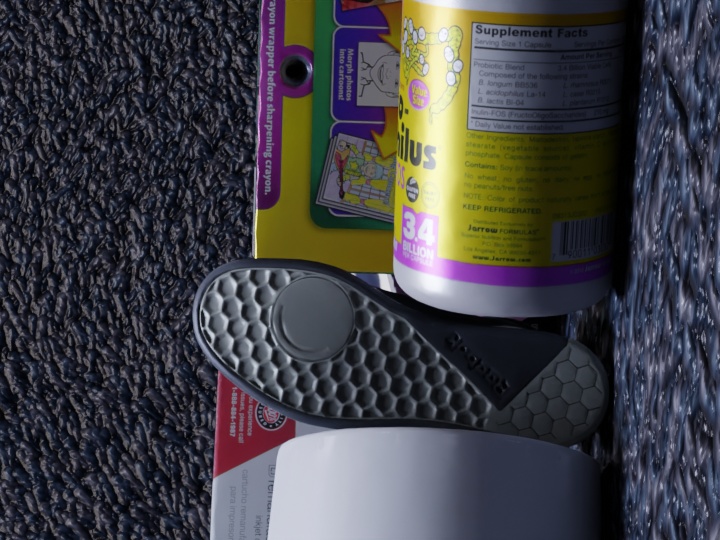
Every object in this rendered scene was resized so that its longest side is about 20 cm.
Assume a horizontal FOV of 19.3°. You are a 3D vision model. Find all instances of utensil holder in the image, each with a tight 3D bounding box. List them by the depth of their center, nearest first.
[{"bbox_3d":[0.033,0.186,0.983,0.170,0.168,0.202,95,180,-74],"label":"utensil holder"}]

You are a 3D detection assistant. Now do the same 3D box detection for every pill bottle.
[{"bbox_3d":[0.069,-0.087,0.963,0.104,0.103,0.202,-92,4,-77],"label":"pill bottle"}]

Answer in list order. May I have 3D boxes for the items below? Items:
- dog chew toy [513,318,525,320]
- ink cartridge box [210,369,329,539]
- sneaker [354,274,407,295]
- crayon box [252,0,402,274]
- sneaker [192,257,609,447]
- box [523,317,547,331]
[{"bbox_3d":[0.062,-0.062,1.183,0.125,0.123,0.202,103,160,-86],"label":"dog chew toy"},{"bbox_3d":[0.012,0.139,1.249,0.083,0.198,0.147,97,174,-58],"label":"ink cartridge box"},{"bbox_3d":[0.000,0.000,1.236,0.070,0.082,0.202,26,-134,-44],"label":"sneaker"},{"bbox_3d":[0.033,-0.099,1.083,0.058,0.171,0.202,-131,43,-84],"label":"crayon box"},{"bbox_3d":[0.019,0.047,1.055,0.146,0.200,0.078,53,-127,-86],"label":"sneaker"},{"bbox_3d":[0.097,-0.045,1.319,0.143,0.036,0.202,91,-178,-84],"label":"box"}]
